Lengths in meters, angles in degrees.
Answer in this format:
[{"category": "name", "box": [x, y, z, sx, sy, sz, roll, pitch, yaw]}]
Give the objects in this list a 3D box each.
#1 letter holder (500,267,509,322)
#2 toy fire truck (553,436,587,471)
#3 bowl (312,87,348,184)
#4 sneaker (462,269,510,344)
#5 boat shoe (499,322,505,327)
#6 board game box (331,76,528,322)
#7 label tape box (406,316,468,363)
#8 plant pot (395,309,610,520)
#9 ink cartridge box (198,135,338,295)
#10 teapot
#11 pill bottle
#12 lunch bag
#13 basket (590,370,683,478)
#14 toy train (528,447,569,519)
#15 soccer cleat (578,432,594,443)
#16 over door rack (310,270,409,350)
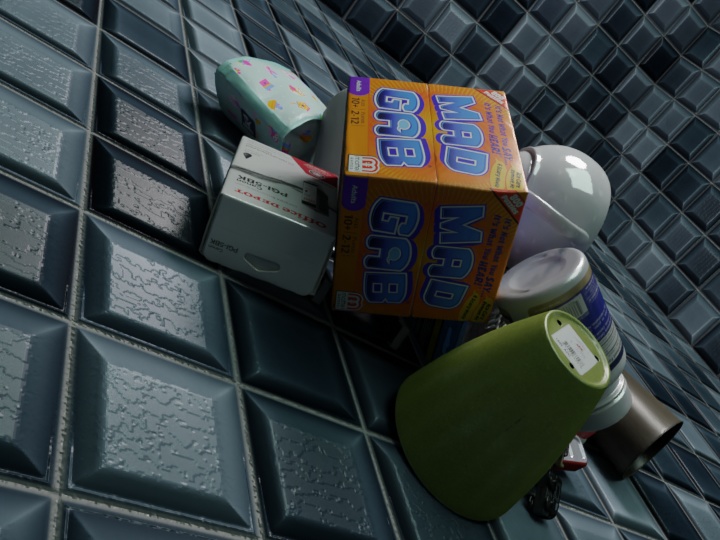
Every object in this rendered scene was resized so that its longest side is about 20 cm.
[{"category": "letter holder", "box": [0.209, -0.036, 1.202, 0.100, 0.143, 0.201, 32, 14, -23]}, {"category": "toy fire truck", "box": [0.243, 0.196, 1.024, 0.198, 0.111, 0.171, 19, 46, -44]}, {"category": "bowl", "box": [-0.015, -0.169, 1.155, 0.200, 0.073, 0.204, 45, 50, -64]}, {"category": "sneaker", "box": [0.181, 0.068, 1.060, 0.074, 0.201, 0.082, -12, 61, -19]}, {"category": "boat shoe", "box": [0.324, 0.121, 1.345, 0.199, 0.072, 0.061, 23, 32, -33]}, {"category": "board game box", "box": [0.071, -0.085, 0.879, 0.195, 0.203, 0.202, 5, 44, -3]}, {"category": "label tape box", "box": [0.117, 0.041, 1.015, 0.062, 0.146, 0.202, -4, 42, -19]}, {"category": "plant pot", "box": [0.168, 0.140, 0.791, 0.185, 0.200, 0.190, 25, 40, -23]}, {"category": "ink cartridge box", "box": [-0.105, -0.073, 0.894, 0.144, 0.084, 0.201, 21, 26, -13]}, {"category": "teapot", "box": [0.231, -0.094, 0.986, 0.144, 0.199, 0.200, 30, 58, -16]}, {"category": "pill bottle", "box": [0.253, 0.088, 0.884, 0.203, 0.118, 0.120, 62, 16, -16]}, {"category": "lunch bag", "box": [-0.137, -0.255, 1.180, 0.171, 0.122, 0.199, 47, 16, 12]}, {"category": "basket", "box": [0.426, 0.230, 1.241, 0.201, 0.136, 0.180, 49, 9, 29]}, {"category": "toy train", "box": [0.256, 0.224, 0.945, 0.046, 0.034, 0.203, 44, 53, -36]}, {"category": "soccer cleat", "box": [0.306, 0.194, 1.168, 0.199, 0.073, 0.068, 41, 21, -4]}, {"category": "over door rack", "box": [0.000, 0.000, 1.007, 0.146, 0.067, 0.201, 32, 23, -24]}]
